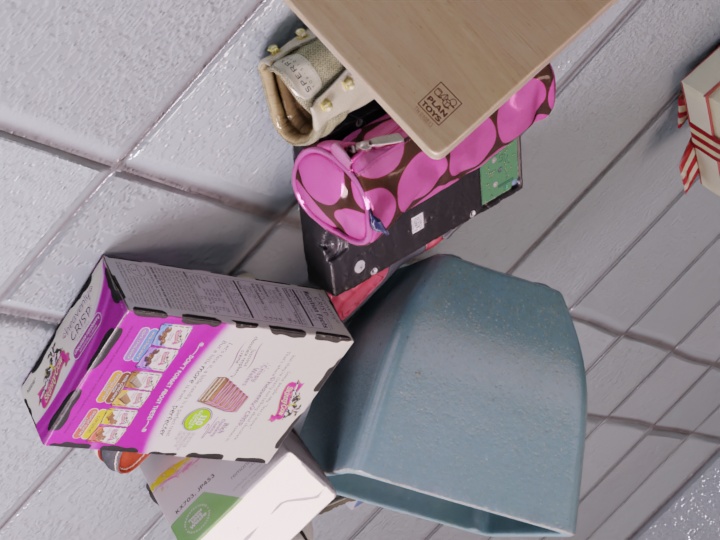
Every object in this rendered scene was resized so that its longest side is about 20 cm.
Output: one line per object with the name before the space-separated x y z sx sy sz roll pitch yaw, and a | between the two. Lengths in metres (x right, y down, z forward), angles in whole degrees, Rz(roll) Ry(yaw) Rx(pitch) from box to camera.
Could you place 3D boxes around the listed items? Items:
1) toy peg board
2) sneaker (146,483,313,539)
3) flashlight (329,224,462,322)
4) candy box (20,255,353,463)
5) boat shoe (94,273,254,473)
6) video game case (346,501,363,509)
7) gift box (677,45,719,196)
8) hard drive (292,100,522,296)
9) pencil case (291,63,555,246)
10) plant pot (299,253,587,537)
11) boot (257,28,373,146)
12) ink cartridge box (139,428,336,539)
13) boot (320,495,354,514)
toy peg board | 0.050 -0.195 1.165 0.199 0.200 0.098 -42 174 -2
sneaker | -0.104 0.225 1.764 0.074 0.089 0.200 -37 141 25
flashlight | 0.000 0.000 1.615 0.068 0.068 0.200 38 105 -29
candy box | -0.124 0.068 1.438 0.200 0.061 0.136 10 127 -39
boat shoe | -0.131 0.092 1.557 0.200 0.063 0.071 -48 161 15
video game case | 0.080 0.157 2.121 0.200 0.022 0.182 -27 154 -38
gift box | 0.417 -0.137 1.923 0.185 0.187 0.200 -38 144 -18
hard drive | 0.038 -0.084 1.489 0.200 0.038 0.140 -30 132 -30
pencil case | 0.050 -0.098 1.395 0.200 0.091 0.094 -38 149 -29
plant pot | 0.077 0.099 1.645 0.196 0.196 0.200 158 -52 -71
boot | 0.010 -0.166 1.295 0.155 0.072 0.200 -35 165 -20
ink cartridge box | -0.111 0.152 1.610 0.117 0.200 0.067 -44 123 2
boot | -0.018 0.145 1.814 0.182 0.073 0.200 -13 151 -5
